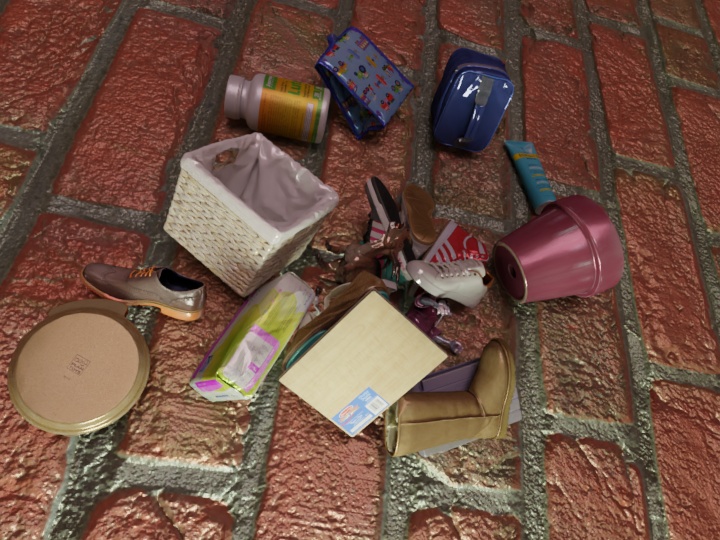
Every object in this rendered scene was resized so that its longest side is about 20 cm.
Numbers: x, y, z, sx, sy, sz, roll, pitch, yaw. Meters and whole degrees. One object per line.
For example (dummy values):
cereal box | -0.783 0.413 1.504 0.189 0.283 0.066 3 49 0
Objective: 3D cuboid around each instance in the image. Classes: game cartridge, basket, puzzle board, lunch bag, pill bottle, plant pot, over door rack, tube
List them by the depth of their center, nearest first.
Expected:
puzzle board | 0.002 0.138 0.743 0.151 0.200 0.017 42 16 -15
over door rack | -0.028 0.107 0.821 0.200 0.067 0.148 -21 64 24
basket | -0.180 -0.097 0.856 0.200 0.161 0.198 38 35 6
game cartridge | 0.176 0.223 0.867 0.199 0.038 0.130 -13 99 -21
plant pot | 0.366 -0.026 0.994 0.179 0.200 0.200 -20 69 -6
pill bottle | -0.168 -0.332 1.038 0.199 0.111 0.111 9 62 -10
lunch bag | -0.002 -0.411 1.085 0.200 0.094 0.151 48 56 -25
lunch bag | 0.234 -0.358 1.117 0.135 0.200 0.133 11 43 -7
tube | 0.393 -0.221 1.176 0.077 0.050 0.201 2 58 -22

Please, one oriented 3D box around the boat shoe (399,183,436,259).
boat shoe | 0.104 -0.099 1.019 0.071 0.069 0.200 19 39 -11

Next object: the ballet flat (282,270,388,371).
ballet flat | -0.046 0.073 0.772 0.200 0.068 0.072 -43 47 11

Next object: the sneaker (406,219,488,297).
sneaker | 0.174 -0.004 0.988 0.112 0.071 0.200 33 58 7

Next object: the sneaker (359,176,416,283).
sneaker | 0.019 -0.060 0.944 0.084 0.120 0.201 -3 72 -66

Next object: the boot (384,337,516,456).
boot | 0.141 0.196 0.801 0.199 0.066 0.176 1 91 -20

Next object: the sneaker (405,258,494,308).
sneaker | 0.161 0.003 0.896 0.200 0.085 0.073 18 29 -43

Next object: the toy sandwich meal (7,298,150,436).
toy sandwich meal | -0.412 0.142 0.761 0.204 0.070 0.206 6 67 -15

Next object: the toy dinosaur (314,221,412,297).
toy dinosaur | 0.000 0.000 0.873 0.135 0.200 0.086 5 60 -27

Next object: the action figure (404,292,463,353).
action figure | 0.094 0.104 0.915 0.149 0.134 0.200 12 41 36

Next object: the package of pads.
package of pads | -0.166 0.102 0.789 0.068 0.154 0.200 41 58 -17

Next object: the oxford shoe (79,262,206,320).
oxford shoe | -0.345 0.015 0.826 0.199 0.073 0.071 16 37 -12
